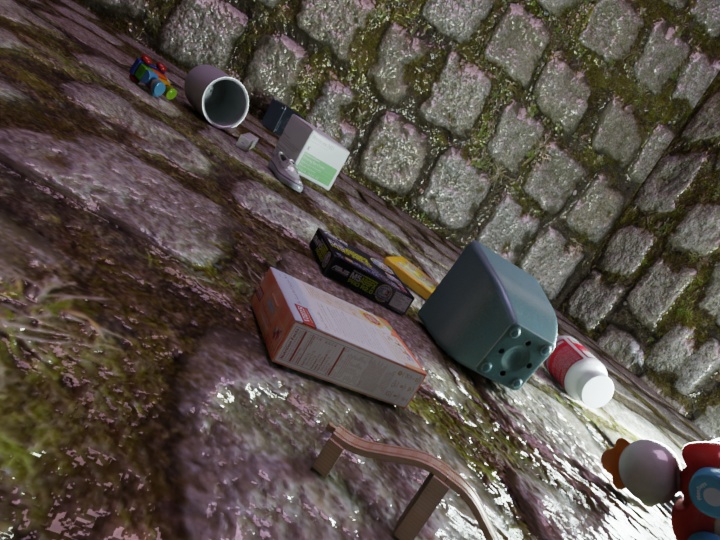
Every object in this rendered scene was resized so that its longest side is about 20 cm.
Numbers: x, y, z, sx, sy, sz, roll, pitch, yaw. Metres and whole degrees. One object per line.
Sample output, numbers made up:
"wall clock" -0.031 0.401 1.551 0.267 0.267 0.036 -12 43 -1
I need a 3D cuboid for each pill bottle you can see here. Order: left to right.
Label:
"pill bottle" 0.553 0.257 1.374 0.110 0.114 0.201 29 13 -14

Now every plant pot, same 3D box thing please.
"plant pot" 0.257 0.105 1.030 0.193 0.198 0.201 27 21 -23

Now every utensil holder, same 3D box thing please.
"utensil holder" -0.498 -0.598 1.849 0.168 0.173 0.199 20 14 -46

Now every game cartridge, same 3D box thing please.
"game cartridge" 0.160 0.031 1.426 0.198 0.033 0.176 36 12 14

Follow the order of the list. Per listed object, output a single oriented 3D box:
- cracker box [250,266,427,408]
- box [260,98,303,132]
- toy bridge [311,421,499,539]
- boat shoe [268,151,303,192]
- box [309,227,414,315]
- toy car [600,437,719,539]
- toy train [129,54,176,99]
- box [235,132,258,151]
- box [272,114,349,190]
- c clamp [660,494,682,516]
"cracker box" -0.028 0.083 0.660 0.197 0.058 0.134 28 12 -30
"box" -0.426 -0.822 2.954 0.106 0.151 0.199 35 11 19
"toy bridge" 0.051 0.187 0.436 0.198 0.068 0.027 36 12 9
"boat shoe" -0.227 -0.312 1.666 0.073 0.068 0.200 19 19 -47
"box" 0.000 0.000 1.092 0.197 0.045 0.161 28 13 -24
"toy car" 0.483 0.344 0.852 0.196 0.183 0.182 6 7 40
"toy train" -0.617 -0.584 1.695 0.116 0.085 0.199 46 14 11
"box" -0.378 -0.432 1.807 0.041 0.039 0.201 31 12 -12
"box" -0.187 -0.447 2.046 0.196 0.174 0.200 22 16 -41
"c clamp" 0.606 0.460 0.944 0.168 0.028 0.200 14 24 -44
